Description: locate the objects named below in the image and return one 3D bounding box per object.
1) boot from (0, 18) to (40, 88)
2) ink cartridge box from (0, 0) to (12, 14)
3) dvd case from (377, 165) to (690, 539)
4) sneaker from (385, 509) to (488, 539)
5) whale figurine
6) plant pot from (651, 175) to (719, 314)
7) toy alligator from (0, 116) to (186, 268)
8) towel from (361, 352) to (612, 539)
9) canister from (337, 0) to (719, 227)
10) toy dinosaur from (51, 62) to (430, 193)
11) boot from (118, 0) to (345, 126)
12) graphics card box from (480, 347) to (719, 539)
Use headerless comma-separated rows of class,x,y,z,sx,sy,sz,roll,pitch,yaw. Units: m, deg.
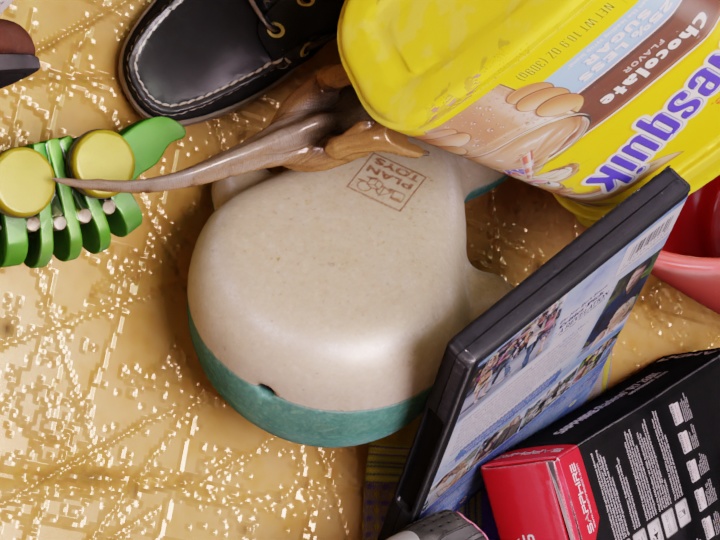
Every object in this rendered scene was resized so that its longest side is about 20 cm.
boot,-0.228,-0.176,0.914,0.187,0.068,0.202,3,78,-22
ink cartridge box,-0.237,-0.173,0.826,0.144,0.084,0.201,-20,87,-26
dvd case,0.076,0.047,0.974,0.142,0.200,0.018,-36,71,-27
sneaker,0.044,0.198,1.003,0.095,0.079,0.201,-32,125,-26
whale figurine,0.000,0.000,1.001,0.158,0.104,0.200,23,47,11
plant pot,0.217,-0.056,1.067,0.177,0.199,0.202,42,64,-54
toy alligator,-0.163,-0.023,0.930,0.199,0.059,0.055,-16,95,-30
towel,0.064,0.122,1.075,0.143,0.023,0.202,11,81,-30
canister,0.099,-0.098,0.902,0.200,0.148,0.087,16,43,-55
toy dinosaur,-0.024,-0.061,0.939,0.200,0.106,0.061,-28,95,-44
boot,-0.021,-0.139,0.944,0.199,0.151,0.073,-30,92,-6
graphics card box,0.143,0.124,1.066,0.200,0.051,0.126,-24,100,-51
